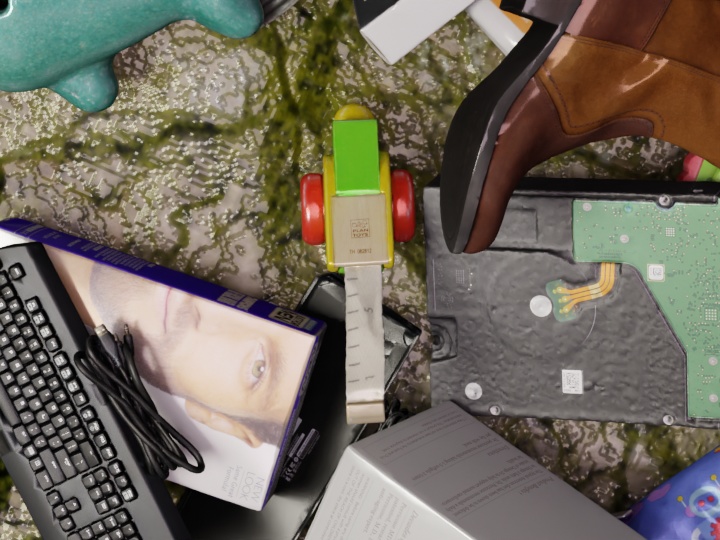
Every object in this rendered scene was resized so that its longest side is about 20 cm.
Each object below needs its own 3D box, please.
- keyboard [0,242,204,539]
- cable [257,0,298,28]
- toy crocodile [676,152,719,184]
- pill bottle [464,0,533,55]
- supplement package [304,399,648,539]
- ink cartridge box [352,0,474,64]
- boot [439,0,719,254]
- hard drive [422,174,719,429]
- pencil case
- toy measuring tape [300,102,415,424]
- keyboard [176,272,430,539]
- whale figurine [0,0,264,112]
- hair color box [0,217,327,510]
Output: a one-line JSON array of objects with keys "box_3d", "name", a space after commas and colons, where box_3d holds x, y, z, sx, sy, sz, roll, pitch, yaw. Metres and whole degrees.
[{"box_3d": [-0.164, 0.078, 1.586, 0.104, 0.040, 0.201, -27, 93, 12], "name": "keyboard"}, {"box_3d": [0.009, -0.187, 1.591, 0.050, 0.097, 0.200, 35, 115, -24], "name": "cable"}, {"box_3d": [0.222, -0.086, 1.639, 0.061, 0.068, 0.201, 23, 99, -3], "name": "toy crocodile"}, {"box_3d": [0.162, -0.183, 1.603, 0.200, 0.112, 0.112, -43, 97, 4], "name": "pill bottle"}, {"box_3d": [0.077, 0.184, 1.596, 0.200, 0.117, 0.118, 35, 117, 23], "name": "supplement package"}, {"box_3d": [0.079, -0.204, 1.586, 0.200, 0.095, 0.037, -35, 120, 14], "name": "ink cartridge box"}, {"box_3d": [0.155, -0.074, 1.548, 0.199, 0.068, 0.189, 18, 92, -16], "name": "boot"}, {"box_3d": [0.137, 0.017, 1.630, 0.199, 0.038, 0.141, 2, 107, 18], "name": "hard drive"}, {"box_3d": [0.217, 0.140, 1.666, 0.200, 0.078, 0.087, -36, 91, 3], "name": "pencil case"}, {"box_3d": [0.000, 0.000, 1.626, 0.073, 0.074, 0.201, -2, 68, -1], "name": "toy measuring tape"}, {"box_3d": [-0.030, 0.109, 1.684, 0.104, 0.040, 0.201, 34, 98, 18], "name": "keyboard"}, {"box_3d": [-0.156, -0.162, 1.587, 0.199, 0.104, 0.160, 2, 108, 8], "name": "whale figurine"}, {"box_3d": [-0.130, 0.053, 1.639, 0.199, 0.065, 0.110, 18, 97, 2], "name": "hair color box"}]
